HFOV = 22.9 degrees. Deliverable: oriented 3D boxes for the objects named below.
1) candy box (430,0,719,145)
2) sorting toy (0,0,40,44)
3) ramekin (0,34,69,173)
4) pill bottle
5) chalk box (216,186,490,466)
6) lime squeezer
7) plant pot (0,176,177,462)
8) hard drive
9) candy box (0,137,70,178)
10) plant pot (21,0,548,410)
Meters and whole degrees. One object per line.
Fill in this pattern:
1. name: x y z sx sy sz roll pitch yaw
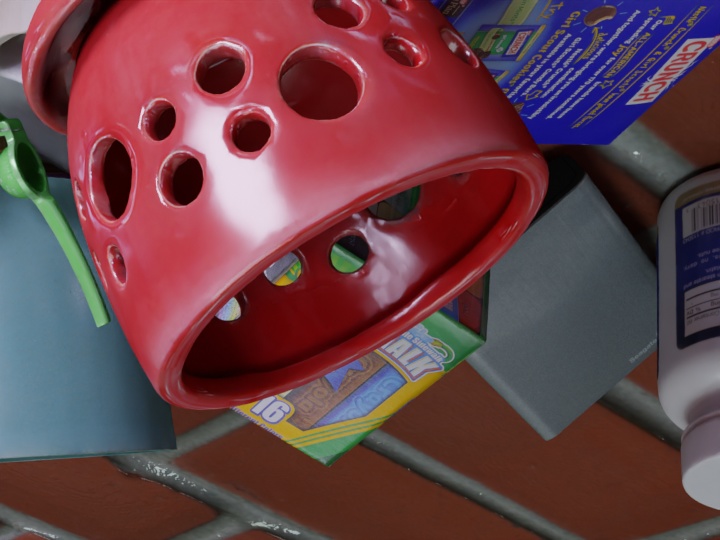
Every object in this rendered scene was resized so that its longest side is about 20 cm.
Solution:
1. candy box: 0.090 -0.137 0.933 0.199 0.078 0.169 0 153 -31
2. sorting toy: -0.211 -0.180 0.845 0.180 0.107 0.201 18 145 51
3. ramekin: -0.125 -0.105 0.993 0.199 0.098 0.201 25 169 5
4. pill bottle: 0.249 0.046 1.135 0.119 0.201 0.120 4 149 3
5. chalk box: 0.000 0.000 1.071 0.123 0.125 0.200 34 129 -22
6. lime squeezer: -0.203 -0.052 0.955 0.199 0.071 0.038 33 176 2
7. plant pot: -0.212 0.032 1.049 0.199 0.162 0.201 -4 175 0
8. hard drive: 0.133 0.024 1.210 0.139 0.033 0.200 -41 138 4
9. candy box: -0.263 -0.069 1.099 0.116 0.057 0.199 -29 156 31
10. plant pot: -0.040 -0.064 0.802 0.199 0.183 0.201 -25 160 -9
